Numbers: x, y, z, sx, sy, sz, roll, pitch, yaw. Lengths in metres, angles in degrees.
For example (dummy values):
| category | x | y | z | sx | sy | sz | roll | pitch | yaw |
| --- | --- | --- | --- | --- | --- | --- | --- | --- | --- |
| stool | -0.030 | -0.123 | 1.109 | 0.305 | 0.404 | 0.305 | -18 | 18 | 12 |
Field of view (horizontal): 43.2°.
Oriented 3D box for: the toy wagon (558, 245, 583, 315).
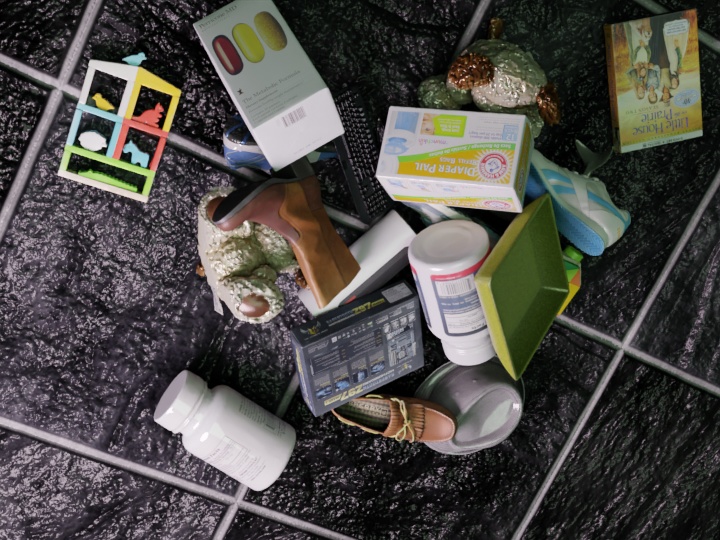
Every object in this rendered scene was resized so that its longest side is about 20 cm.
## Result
| category | x | y | z | sx | sy | sz | roll | pitch | yaw |
| --- | --- | --- | --- | --- | --- | --- | --- | --- | --- |
| toy wagon | 0.261 | 0.017 | 1.434 | 0.199 | 0.040 | 0.155 | 19 | 111 | -37 |

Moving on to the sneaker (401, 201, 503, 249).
| category | x | y | z | sx | sy | sz | roll | pitch | yaw |
| --- | --- | --- | --- | --- | --- | --- | --- | --- | --- |
| sneaker | 0.139 | -0.055 | 1.402 | 0.200 | 0.078 | 0.087 | 29 | 102 | -18 |

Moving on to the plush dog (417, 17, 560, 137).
| category | x | y | z | sx | sy | sz | roll | pitch | yaw |
| --- | --- | --- | --- | --- | --- | --- | --- | --- | --- |
| plush dog | 0.200 | -0.273 | 1.291 | 0.199 | 0.172 | 0.161 | 13 | 104 | -15 |

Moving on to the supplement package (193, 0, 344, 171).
| category | x | y | z | sx | sy | sz | roll | pitch | yaw |
| --- | --- | --- | --- | --- | --- | --- | --- | --- | --- |
| supplement package | -0.123 | -0.256 | 1.214 | 0.113 | 0.110 | 0.200 | -30 | 65 | -3 |

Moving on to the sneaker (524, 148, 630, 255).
| category | x | y | z | sx | sy | sz | roll | pitch | yaw |
| --- | --- | --- | --- | --- | --- | --- | --- | --- | --- |
| sneaker | 0.308 | -0.112 | 1.349 | 0.081 | 0.077 | 0.200 | -35 | 71 | -21 |

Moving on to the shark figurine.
| category | x | y | z | sx | sy | sz | roll | pitch | yaw |
| --- | --- | --- | --- | --- | --- | --- | --- | --- | --- |
| shark figurine | 0.300 | -0.108 | 1.416 | 0.214 | 0.090 | 0.129 | -23 | 111 | -3 |

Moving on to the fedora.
| category | x | y | z | sx | sy | sz | roll | pitch | yaw |
| --- | --- | --- | --- | --- | --- | --- | --- | --- | --- |
| fedora | 0.187 | 0.232 | 1.486 | 0.199 | 0.090 | 0.177 | -29 | 110 | -2 |

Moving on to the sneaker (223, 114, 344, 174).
| category | x | y | z | sx | sy | sz | roll | pitch | yaw |
| --- | --- | --- | --- | --- | --- | --- | --- | --- | --- |
| sneaker | -0.106 | -0.185 | 1.324 | 0.199 | 0.076 | 0.077 | -1 | 144 | -21 |

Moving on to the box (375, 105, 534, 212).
| category | x | y | z | sx | sy | sz | roll | pitch | yaw |
| --- | --- | --- | --- | --- | --- | --- | --- | --- | --- |
| box | 0.137 | -0.157 | 1.293 | 0.199 | 0.101 | 0.113 | 7 | 77 | 19 |

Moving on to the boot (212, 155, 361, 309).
| category | x | y | z | sx | sy | sz | roll | pitch | yaw |
| --- | --- | --- | --- | --- | --- | --- | --- | --- | --- |
| boot | -0.099 | -0.036 | 1.257 | 0.068 | 0.188 | 0.201 | -11 | 111 | 38 |

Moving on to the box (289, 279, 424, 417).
| category | x | y | z | sx | sy | sz | roll | pitch | yaw |
| --- | --- | --- | --- | --- | --- | --- | --- | --- | --- |
| box | -0.001 | 0.119 | 1.388 | 0.199 | 0.051 | 0.158 | -23 | 133 | -16 |

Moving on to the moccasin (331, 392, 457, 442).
| category | x | y | z | sx | sy | sz | roll | pitch | yaw |
| --- | --- | --- | --- | --- | --- | --- | --- | --- | --- |
| moccasin | 0.053 | 0.229 | 1.431 | 0.201 | 0.078 | 0.074 | 17 | 99 | 7 |

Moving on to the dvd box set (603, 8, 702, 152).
| category | x | y | z | sx | sy | sz | roll | pitch | yaw |
| --- | --- | --- | --- | --- | --- | --- | --- | --- | --- |
| dvd box set | 0.459 | -0.296 | 1.423 | 0.146 | 0.029 | 0.201 | -12 | 107 | -8 |

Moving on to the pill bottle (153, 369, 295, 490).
| category | x | y | z | sx | sy | sz | roll | pitch | yaw |
| --- | --- | --- | --- | --- | --- | --- | --- | --- | --- |
| pill bottle | -0.208 | 0.241 | 1.393 | 0.200 | 0.114 | 0.115 | 36 | 96 | -19 |

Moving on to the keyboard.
| category | x | y | z | sx | sy | sz | roll | pitch | yaw |
| --- | --- | --- | --- | --- | --- | --- | --- | --- | --- |
| keyboard | 0.015 | -0.175 | 1.328 | 0.104 | 0.040 | 0.201 | -41 | 124 | -36 |

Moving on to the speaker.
| category | x | y | z | sx | sy | sz | roll | pitch | yaw |
| --- | --- | --- | --- | --- | --- | --- | --- | --- | --- |
| speaker | 0.000 | 0.000 | 1.387 | 0.200 | 0.081 | 0.081 | -40 | 110 | 1 |

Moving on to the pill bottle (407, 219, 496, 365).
| category | x | y | z | sx | sy | sz | roll | pitch | yaw |
| --- | --- | --- | --- | --- | --- | --- | --- | --- | --- |
| pill bottle | 0.148 | 0.037 | 1.356 | 0.119 | 0.120 | 0.201 | -21 | 124 | -5 |

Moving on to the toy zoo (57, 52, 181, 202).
| category | x | y | z | sx | sy | sz | roll | pitch | yaw |
| --- | --- | --- | --- | --- | --- | --- | --- | --- | --- |
| toy zoo | -0.336 | -0.210 | 1.285 | 0.131 | 0.020 | 0.201 | 17 | 102 | -16 |

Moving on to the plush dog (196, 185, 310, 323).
| category | x | y | z | sx | sy | sz | roll | pitch | yaw |
| --- | --- | --- | --- | --- | --- | --- | --- | --- | --- |
| plush dog | -0.144 | -0.033 | 1.328 | 0.171 | 0.160 | 0.201 | -21 | 92 | -24 |

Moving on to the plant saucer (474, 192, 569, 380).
| category | x | y | z | sx | sy | sz | roll | pitch | yaw |
| --- | --- | --- | --- | --- | --- | --- | --- | --- | --- |
| plant saucer | 0.229 | 0.021 | 1.319 | 0.200 | 0.048 | 0.200 | -52 | 136 | -34 |
